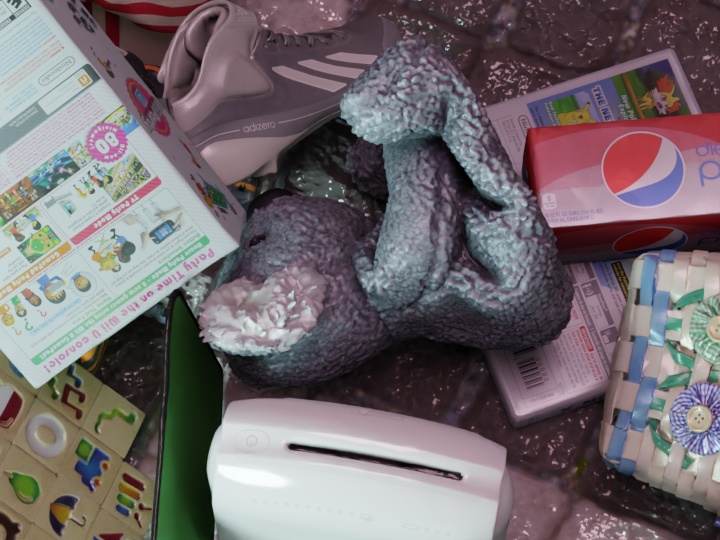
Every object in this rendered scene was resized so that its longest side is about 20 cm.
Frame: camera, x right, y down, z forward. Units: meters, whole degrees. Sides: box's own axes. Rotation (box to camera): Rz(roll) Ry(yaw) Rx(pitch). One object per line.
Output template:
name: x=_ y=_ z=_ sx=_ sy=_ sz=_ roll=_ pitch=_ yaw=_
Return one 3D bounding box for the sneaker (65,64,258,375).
sneaker: x=-0.120 y=-0.026 z=1.451 sx=0.112 sy=0.078 sz=0.200 roll=12 pitch=79 yaw=-6

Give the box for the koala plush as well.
koala plush: x=0.000 y=0.000 z=1.384 sx=0.200 sy=0.177 sz=0.184 roll=-31 pitch=81 yaw=-5

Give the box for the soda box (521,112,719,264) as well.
soda box: x=0.199 y=-0.052 z=1.445 sx=0.200 sy=0.063 sz=0.070 roll=-6 pitch=69 yaw=-2

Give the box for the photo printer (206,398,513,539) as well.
photo printer: x=0.000 y=0.129 z=1.327 sx=0.166 sy=0.200 sz=0.070 roll=10 pitch=70 yaw=3

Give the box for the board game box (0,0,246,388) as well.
board game box: x=-0.182 y=-0.058 z=1.330 sx=0.147 sy=0.064 sz=0.200 roll=-34 pitch=106 yaw=12

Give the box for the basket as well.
basket: x=0.241 y=0.074 z=1.374 sx=0.200 sy=0.139 sz=0.177 roll=10 pitch=86 yaw=4

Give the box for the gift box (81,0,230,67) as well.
gift box: x=-0.145 y=-0.220 z=1.472 sx=0.184 sy=0.200 sz=0.187 roll=5 pitch=54 yaw=5

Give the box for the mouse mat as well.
mouse mat: x=-0.097 y=0.127 z=1.349 sx=0.008 sy=0.161 sz=0.200 roll=1 pitch=69 yaw=8

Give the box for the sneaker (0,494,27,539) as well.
sneaker: x=-0.241 y=0.138 z=1.373 sx=0.080 sy=0.076 sz=0.200 roll=-28 pitch=100 yaw=-18

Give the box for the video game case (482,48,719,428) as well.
video game case: x=0.144 y=-0.023 z=1.480 sx=0.182 sy=0.022 sz=0.200 roll=-18 pitch=70 yaw=-7

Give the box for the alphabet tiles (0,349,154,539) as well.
alphabet tiles: x=-0.206 y=0.111 z=1.363 sx=0.200 sy=0.006 sz=0.167 roll=39 pitch=56 yaw=-22

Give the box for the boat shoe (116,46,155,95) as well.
boat shoe: x=-0.219 y=-0.093 z=1.396 sx=0.200 sy=0.076 sz=0.060 roll=0 pitch=41 yaw=-12

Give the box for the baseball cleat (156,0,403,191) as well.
baseball cleat: x=-0.045 y=-0.125 z=1.422 sx=0.070 sy=0.107 sz=0.200 roll=-3 pitch=29 yaw=38
